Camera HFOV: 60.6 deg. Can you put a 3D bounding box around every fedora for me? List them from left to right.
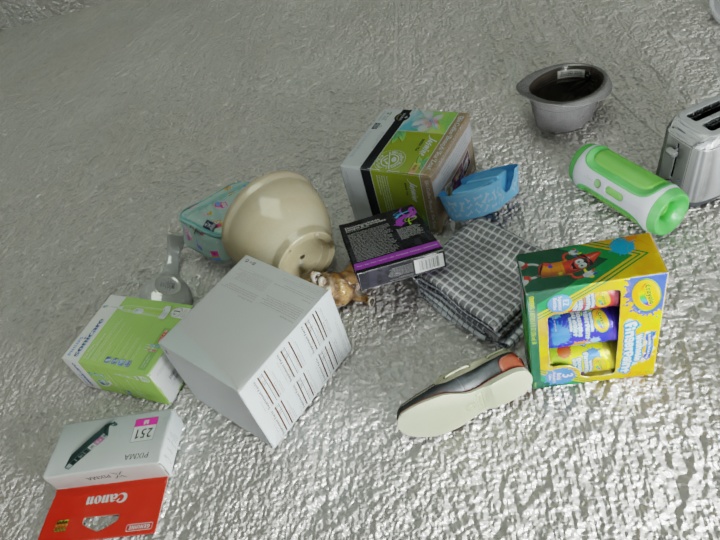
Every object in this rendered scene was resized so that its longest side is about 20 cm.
[{"bbox_3d":[0.412,-0.343,1.252,0.199,0.092,0.176,-35,46,-26],"label":"fedora"}]

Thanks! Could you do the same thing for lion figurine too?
[{"bbox_3d":[0.000,0.000,1.081,0.121,0.074,0.199,11,35,42],"label":"lion figurine"}]

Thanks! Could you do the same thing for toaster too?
[{"bbox_3d":[0.592,-0.206,1.019,0.196,0.131,0.114,-22,43,-4],"label":"toaster"}]

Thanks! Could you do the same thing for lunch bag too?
[{"bbox_3d":[-0.258,-0.104,1.233,0.159,0.078,0.199,26,43,31],"label":"lunch bag"}]

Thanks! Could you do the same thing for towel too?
[{"bbox_3d":[0.201,0.014,0.970,0.165,0.087,0.199,-39,46,-19],"label":"towel"}]

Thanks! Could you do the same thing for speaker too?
[{"bbox_3d":[0.447,-0.141,1.039,0.087,0.089,0.200,-28,43,-11],"label":"speaker"}]

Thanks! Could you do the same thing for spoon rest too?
[{"bbox_3d":[-0.369,0.014,1.194,0.097,0.061,0.203,10,44,-16],"label":"spoon rest"}]

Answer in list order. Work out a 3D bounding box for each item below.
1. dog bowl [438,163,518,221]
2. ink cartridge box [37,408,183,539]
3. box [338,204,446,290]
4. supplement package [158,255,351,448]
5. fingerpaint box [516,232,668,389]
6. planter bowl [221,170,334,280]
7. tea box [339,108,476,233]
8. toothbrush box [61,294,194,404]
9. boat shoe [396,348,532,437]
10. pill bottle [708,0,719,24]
[{"bbox_3d":[0.217,-0.139,1.094,0.110,0.051,0.199,-8,17,37],"label":"dog bowl"},{"bbox_3d":[-0.378,0.304,0.916,0.195,0.044,0.176,-10,42,10],"label":"ink cartridge box"},{"bbox_3d":[0.047,-0.044,1.023,0.140,0.037,0.201,-15,29,-3],"label":"box"},{"bbox_3d":[-0.155,0.117,0.946,0.189,0.149,0.200,20,55,35],"label":"supplement package"},{"bbox_3d":[0.296,0.061,0.801,0.163,0.202,0.074,-9,44,10],"label":"fingerpaint box"},{"bbox_3d":[-0.127,-0.053,1.087,0.199,0.202,0.135,-34,54,-17],"label":"planter bowl"},{"bbox_3d":[0.097,-0.198,1.187,0.193,0.135,0.201,11,50,28],"label":"tea box"},{"bbox_3d":[-0.382,0.131,1.061,0.196,0.087,0.147,5,48,23],"label":"toothbrush box"},{"bbox_3d":[0.137,0.166,0.849,0.196,0.072,0.063,-22,36,-5],"label":"boat shoe"},{"bbox_3d":[0.886,-0.626,1.356,0.196,0.110,0.110,-21,42,-2],"label":"pill bottle"}]
